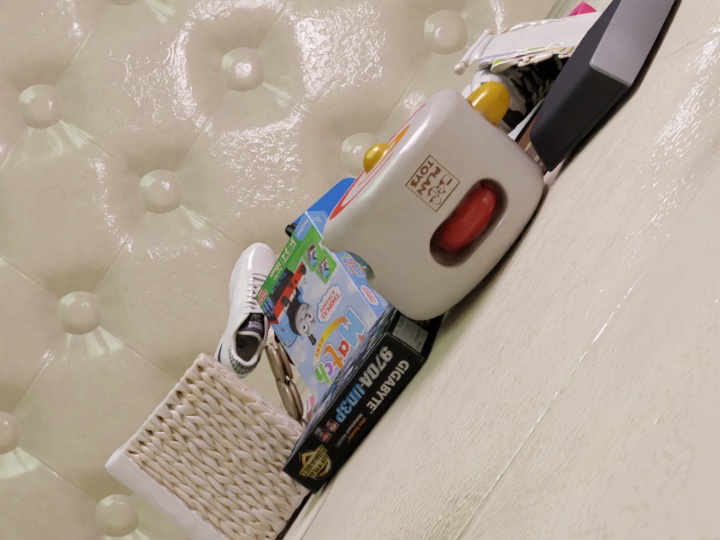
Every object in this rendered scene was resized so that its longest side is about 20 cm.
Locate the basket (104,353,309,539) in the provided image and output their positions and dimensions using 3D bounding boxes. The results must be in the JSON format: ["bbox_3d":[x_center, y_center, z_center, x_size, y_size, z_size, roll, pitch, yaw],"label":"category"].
[{"bbox_3d":[-0.156,0.210,1.047,0.161,0.199,0.198,-53,2,-8],"label":"basket"}]

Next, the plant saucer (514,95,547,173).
[{"bbox_3d":[0.178,-0.126,0.965,0.201,0.029,0.200,-57,2,2],"label":"plant saucer"}]

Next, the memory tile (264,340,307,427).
[{"bbox_3d":[-0.096,0.169,1.252,0.017,0.154,0.200,-19,-1,-10],"label":"memory tile"}]

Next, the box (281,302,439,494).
[{"bbox_3d":[0.007,0.108,0.934,0.201,0.046,0.159,-55,1,26],"label":"box"}]

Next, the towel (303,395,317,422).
[{"bbox_3d":[-0.083,0.230,1.495,0.200,0.030,0.147,-54,3,39],"label":"towel"}]

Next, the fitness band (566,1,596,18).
[{"bbox_3d":[0.284,-0.308,1.378,0.201,0.037,0.144,-57,2,3],"label":"fitness band"}]

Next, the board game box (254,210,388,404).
[{"bbox_3d":[-0.040,0.053,1.100,0.036,0.200,0.152,-2,-44,-44],"label":"board game box"}]

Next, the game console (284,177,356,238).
[{"bbox_3d":[0.000,0.000,1.174,0.171,0.200,0.119,-42,-46,-16],"label":"game console"}]

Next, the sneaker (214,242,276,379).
[{"bbox_3d":[-0.148,0.052,1.291,0.080,0.076,0.202,140,141,-65],"label":"sneaker"}]

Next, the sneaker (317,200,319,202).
[{"bbox_3d":[0.015,-0.046,1.363,0.086,0.199,0.078,-49,30,49],"label":"sneaker"}]

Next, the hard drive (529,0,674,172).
[{"bbox_3d":[0.216,-0.189,0.811,0.200,0.042,0.135,-57,2,-36],"label":"hard drive"}]

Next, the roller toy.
[{"bbox_3d":[0.061,-0.064,0.829,0.200,0.140,0.183,-43,11,42],"label":"roller toy"}]

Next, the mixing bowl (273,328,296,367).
[{"bbox_3d":[-0.065,0.067,1.332,0.200,0.107,0.202,3,-90,-86],"label":"mixing bowl"}]

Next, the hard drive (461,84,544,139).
[{"bbox_3d":[0.142,-0.150,1.133,0.131,0.027,0.201,12,57,38],"label":"hard drive"}]

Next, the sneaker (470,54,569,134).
[{"bbox_3d":[0.190,-0.224,1.047,0.087,0.076,0.200,-27,17,37],"label":"sneaker"}]

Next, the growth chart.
[{"bbox_3d":[0.200,-0.251,1.016,0.199,0.018,0.145,0,33,34],"label":"growth chart"}]
